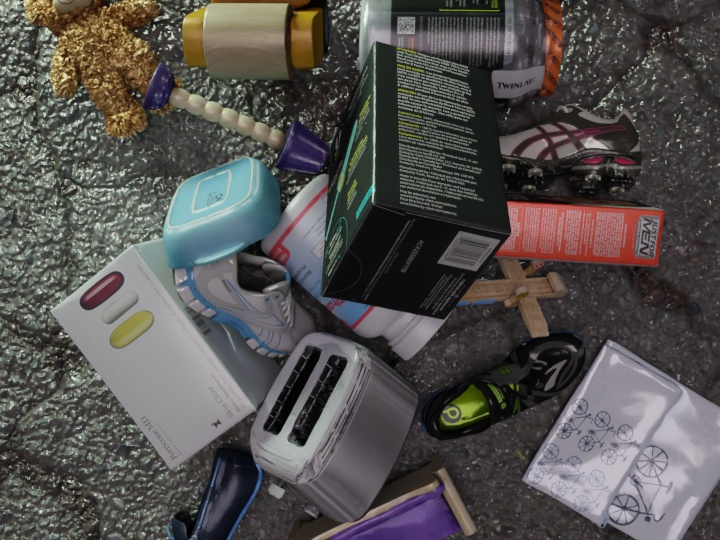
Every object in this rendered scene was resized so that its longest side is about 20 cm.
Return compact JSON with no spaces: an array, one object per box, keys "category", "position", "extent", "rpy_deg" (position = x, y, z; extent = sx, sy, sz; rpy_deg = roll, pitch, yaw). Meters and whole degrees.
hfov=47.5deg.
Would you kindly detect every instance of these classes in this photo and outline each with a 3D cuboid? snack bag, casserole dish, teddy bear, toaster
[{"category":"snack bag","position":[0.311,0.206,0.917],"extent":[0.200,0.021,0.189],"rpy_deg":[31,95,0]},{"category":"casserole dish","position":[-0.144,-0.066,0.833],"extent":[0.121,0.200,0.039],"rpy_deg":[-21,116,4]},{"category":"teddy bear","position":[-0.279,-0.241,0.893],"extent":[0.144,0.067,0.201],"rpy_deg":[-18,94,2]},{"category":"toaster","position":[-0.023,0.152,0.850],"extent":[0.113,0.129,0.200],"rpy_deg":[17,70,38]}]

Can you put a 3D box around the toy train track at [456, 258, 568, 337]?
[{"category":"toy train track","position":[0.140,0.015,0.852],"extent":[0.199,0.033,0.115],"rpy_deg":[-3,58,-29]}]

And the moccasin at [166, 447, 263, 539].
[{"category":"moccasin","position":[-0.184,0.291,0.929],"extent":[0.068,0.080,0.200],"rpy_deg":[30,83,-14]}]

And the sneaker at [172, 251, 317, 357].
[{"category":"sneaker","position":[-0.095,0.031,0.847],"extent":[0.086,0.200,0.075],"rpy_deg":[-20,58,27]}]

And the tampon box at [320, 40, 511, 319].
[{"category":"tampon box","position":[0.047,-0.083,0.775],"extent":[0.126,0.150,0.201],"rpy_deg":[12,53,-14]}]

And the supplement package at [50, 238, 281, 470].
[{"category":"supplement package","position":[-0.195,0.078,0.866],"extent":[0.111,0.156,0.200],"rpy_deg":[-37,92,8]}]

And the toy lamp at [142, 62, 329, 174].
[{"category":"toy lamp","position":[-0.129,-0.158,0.883],"extent":[0.199,0.058,0.058],"rpy_deg":[24,95,-12]}]

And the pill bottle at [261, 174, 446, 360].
[{"category":"pill bottle","position":[0.000,0.000,0.875],"extent":[0.200,0.109,0.109],"rpy_deg":[42,95,0]}]

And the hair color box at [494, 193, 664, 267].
[{"category":"hair color box","position":[0.200,-0.046,0.857],"extent":[0.199,0.102,0.062],"rpy_deg":[4,100,-1]}]

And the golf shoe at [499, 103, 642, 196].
[{"category":"golf shoe","position":[0.200,-0.131,0.881],"extent":[0.199,0.077,0.088],"rpy_deg":[4,76,0]}]

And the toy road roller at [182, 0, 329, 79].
[{"category":"toy road roller","position":[-0.100,-0.280,0.816],"extent":[0.122,0.200,0.147],"rpy_deg":[1,117,4]}]

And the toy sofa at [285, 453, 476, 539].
[{"category":"toy sofa","position":[0.021,0.290,0.902],"extent":[0.199,0.098,0.083],"rpy_deg":[-27,93,4]}]

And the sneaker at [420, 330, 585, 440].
[{"category":"sneaker","position":[0.158,0.133,0.889],"extent":[0.199,0.083,0.071],"rpy_deg":[-28,93,5]}]

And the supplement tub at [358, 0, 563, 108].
[{"category":"supplement tub","position":[0.100,-0.230,0.844],"extent":[0.199,0.123,0.123],"rpy_deg":[2,95,4]}]
